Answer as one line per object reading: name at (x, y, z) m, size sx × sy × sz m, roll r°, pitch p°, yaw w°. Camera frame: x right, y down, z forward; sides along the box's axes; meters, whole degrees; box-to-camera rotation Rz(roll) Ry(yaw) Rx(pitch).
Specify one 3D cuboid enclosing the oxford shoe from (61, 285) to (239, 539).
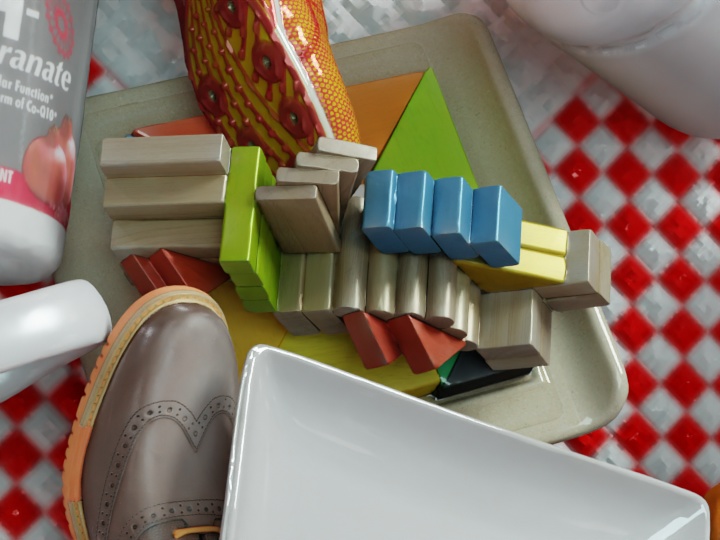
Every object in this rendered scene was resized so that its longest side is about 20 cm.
oxford shoe at (-0.059, 0.107, 0.855) m, size 0.071 × 0.073 × 0.200 m, roll -4°, pitch 102°, yaw -36°

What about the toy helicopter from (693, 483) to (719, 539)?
toy helicopter at (0.131, 0.185, 0.931) m, size 0.132 × 0.079 × 0.200 m, roll 44°, pitch 55°, yaw -17°

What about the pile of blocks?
pile of blocks at (0.000, 0.000, 0.893) m, size 0.200 × 0.082 × 0.062 m, roll 9°, pitch 66°, yaw -11°

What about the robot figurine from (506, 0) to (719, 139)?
robot figurine at (0.123, -0.124, 0.958) m, size 0.200 × 0.169 × 0.113 m, roll 28°, pitch 66°, yaw -48°

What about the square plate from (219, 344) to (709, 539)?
square plate at (0.029, 0.146, 0.844) m, size 0.200 × 0.028 × 0.199 m, roll 20°, pitch 62°, yaw -24°

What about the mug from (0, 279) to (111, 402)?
mug at (-0.181, 0.050, 0.847) m, size 0.200 × 0.175 × 0.148 m, roll -22°, pitch 86°, yaw -16°

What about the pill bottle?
pill bottle at (-0.153, -0.102, 0.915) m, size 0.110 × 0.111 × 0.200 m, roll 9°, pitch 78°, yaw -12°

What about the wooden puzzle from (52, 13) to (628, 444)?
wooden puzzle at (-0.015, -0.003, 0.952) m, size 0.200 × 0.037 × 0.185 m, roll -16°, pitch 72°, yaw -15°

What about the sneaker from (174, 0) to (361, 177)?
sneaker at (-0.040, -0.118, 0.946) m, size 0.077 × 0.073 × 0.200 m, roll -13°, pitch 68°, yaw -33°
